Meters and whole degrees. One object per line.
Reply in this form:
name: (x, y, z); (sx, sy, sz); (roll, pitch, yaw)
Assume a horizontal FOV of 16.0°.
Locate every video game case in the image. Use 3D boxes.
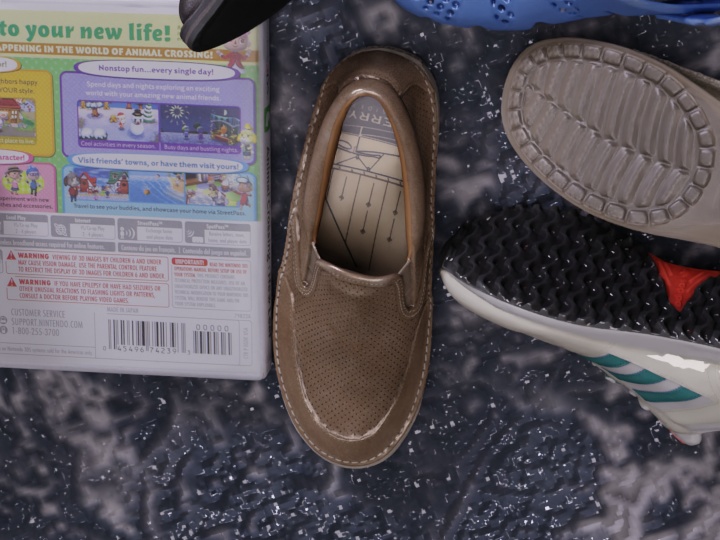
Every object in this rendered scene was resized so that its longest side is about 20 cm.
video game case: (-0.140, -0.042, 1.188); (0.200, 0.022, 0.182); (3, 107, 8)

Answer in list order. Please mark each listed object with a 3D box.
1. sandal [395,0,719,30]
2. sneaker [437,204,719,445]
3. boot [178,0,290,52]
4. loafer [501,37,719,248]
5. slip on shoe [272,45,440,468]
sandal: (0.105, -0.139, 1.098); (0.200, 0.087, 0.080); (-4, 108, 10)
sneaker: (0.128, 0.038, 1.156); (0.200, 0.070, 0.093); (14, 134, 15)
boot: (-0.075, -0.214, 1.095); (0.174, 0.069, 0.200); (41, 124, 20)
loafer: (0.156, -0.044, 1.131); (0.200, 0.068, 0.076); (26, 98, 16)
slip on shoe: (0.000, 0.000, 1.164); (0.076, 0.061, 0.200); (11, 108, 3)
